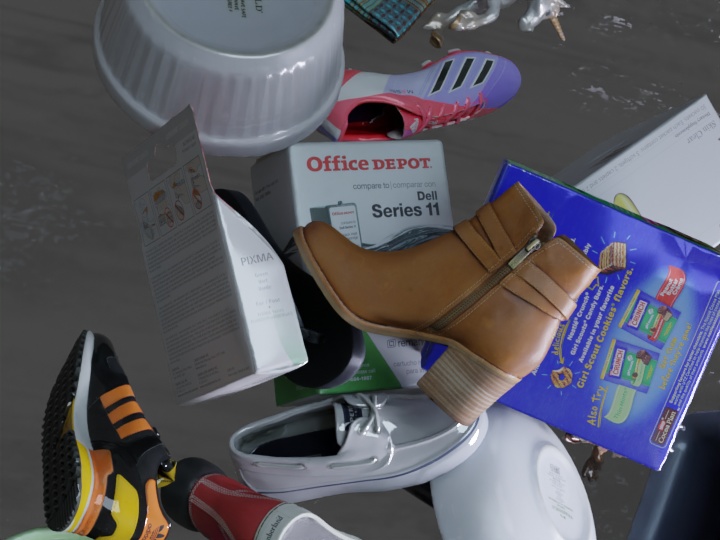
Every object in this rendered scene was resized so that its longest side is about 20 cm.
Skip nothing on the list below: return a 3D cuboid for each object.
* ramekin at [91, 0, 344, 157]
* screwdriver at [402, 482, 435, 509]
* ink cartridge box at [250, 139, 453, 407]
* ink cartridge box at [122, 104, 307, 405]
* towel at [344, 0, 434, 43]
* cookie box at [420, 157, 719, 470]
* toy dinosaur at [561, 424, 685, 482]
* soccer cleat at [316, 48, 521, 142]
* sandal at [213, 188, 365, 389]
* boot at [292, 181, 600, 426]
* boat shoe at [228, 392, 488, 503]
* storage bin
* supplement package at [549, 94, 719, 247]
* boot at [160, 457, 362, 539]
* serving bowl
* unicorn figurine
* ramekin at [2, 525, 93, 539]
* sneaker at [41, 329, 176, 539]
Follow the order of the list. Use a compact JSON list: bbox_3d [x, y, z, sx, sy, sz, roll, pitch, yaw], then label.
[{"bbox_3d":[-0.103,-0.194,1.488,0.200,0.095,0.204,7,55,-10],"label":"ramekin"},{"bbox_3d":[0.109,0.207,1.586,0.199,0.029,0.028,30,67,-18],"label":"screwdriver"},{"bbox_3d":[0.000,0.000,1.544,0.145,0.083,0.202,-4,81,-27],"label":"ink cartridge box"},{"bbox_3d":[-0.113,-0.009,1.444,0.050,0.161,0.202,-9,83,-28],"label":"ink cartridge box"},{"bbox_3d":[-0.008,-0.294,1.604,0.199,0.022,0.147,38,64,7],"label":"towel"},{"bbox_3d":[0.167,0.031,1.470,0.198,0.075,0.173,24,94,-2],"label":"cookie box"},{"bbox_3d":[0.228,0.093,1.608,0.086,0.135,0.201,40,61,-13],"label":"toy dinosaur"},{"bbox_3d":[0.050,-0.137,1.598,0.198,0.067,0.077,-6,41,-24],"label":"soccer cleat"},{"bbox_3d":[-0.073,0.018,1.471,0.200,0.076,0.043,46,23,29],"label":"sandal"},{"bbox_3d":[0.061,-0.007,1.397,0.200,0.077,0.156,44,102,15],"label":"boot"},{"bbox_3d":[-0.003,0.127,1.466,0.198,0.066,0.074,-18,48,5],"label":"boat shoe"},{"bbox_3d":[0.324,0.237,1.636,0.134,0.145,0.201,34,66,-27],"label":"storage bin"},{"bbox_3d":[0.209,-0.037,1.618,0.199,0.155,0.111,-35,96,-29],"label":"supplement package"},{"bbox_3d":[-0.069,0.206,1.473,0.073,0.143,0.200,-58,144,-14],"label":"boot"},{"bbox_3d":[0.133,0.188,1.525,0.200,0.065,0.201,43,35,-39],"label":"serving bowl"},{"bbox_3d":[0.094,-0.250,1.652,0.137,0.074,0.200,-43,99,-29],"label":"unicorn figurine"},{"bbox_3d":[-0.222,0.284,1.359,0.198,0.098,0.202,6,76,-26],"label":"ramekin"},{"bbox_3d":[-0.177,0.125,1.393,0.089,0.070,0.201,21,29,-20],"label":"sneaker"}]
